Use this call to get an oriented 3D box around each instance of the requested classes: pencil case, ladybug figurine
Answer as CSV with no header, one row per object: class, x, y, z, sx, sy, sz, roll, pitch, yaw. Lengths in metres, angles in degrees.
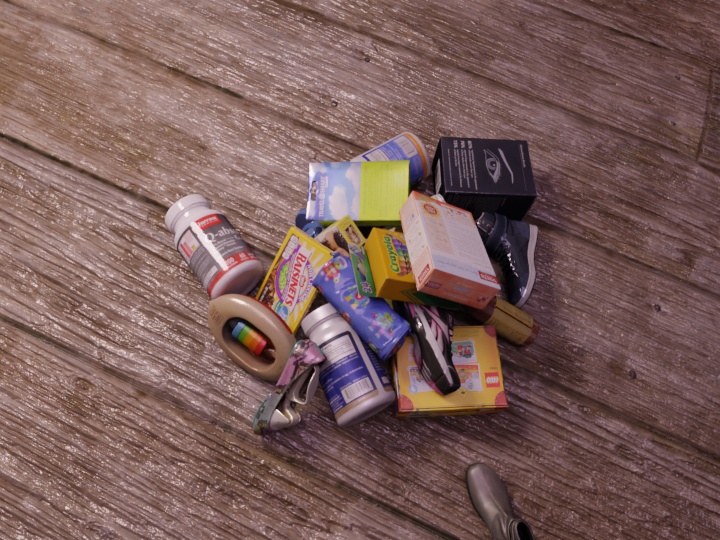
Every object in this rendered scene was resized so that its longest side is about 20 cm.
pencil case,0.004,0.060,0.914,0.087,0.078,0.200,-38,76,-21
ladybug figurine,-0.191,0.114,0.959,0.199,0.136,0.072,41,30,1

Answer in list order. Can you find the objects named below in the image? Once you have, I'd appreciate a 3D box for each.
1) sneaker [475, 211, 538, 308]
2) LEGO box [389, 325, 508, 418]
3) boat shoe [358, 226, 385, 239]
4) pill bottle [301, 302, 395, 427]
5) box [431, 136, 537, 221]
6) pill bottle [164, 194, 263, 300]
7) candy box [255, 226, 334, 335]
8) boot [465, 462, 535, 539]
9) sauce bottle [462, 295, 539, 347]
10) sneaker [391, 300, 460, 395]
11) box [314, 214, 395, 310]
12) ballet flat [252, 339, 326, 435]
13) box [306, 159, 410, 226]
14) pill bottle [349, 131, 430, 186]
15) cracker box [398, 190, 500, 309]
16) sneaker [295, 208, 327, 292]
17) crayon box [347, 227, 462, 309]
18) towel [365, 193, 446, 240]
sneaker,0.281,-0.029,1.069,0.144,0.077,0.205,20,56,-8
LEGO box,0.157,0.187,0.971,0.196,0.077,0.152,-1,66,-5
boat shoe,0.059,-0.081,1.091,0.197,0.061,0.073,6,66,-2
pill bottle,-0.027,0.165,0.946,0.114,0.116,0.202,-22,69,-13
box,0.261,-0.195,1.130,0.196,0.105,0.150,3,63,-3
pill bottle,-0.287,-0.043,1.018,0.115,0.116,0.201,-36,73,-18
candy box,-0.131,0.030,0.988,0.101,0.026,0.202,31,103,8
boot,0.243,0.408,0.851,0.067,0.131,0.203,-16,68,-12
sauce bottle,0.248,0.075,1.008,0.198,0.066,0.067,32,66,-9
sneaker,0.135,0.111,0.921,0.085,0.081,0.203,-15,71,-22
box,0.000,0.000,0.993,0.201,0.075,0.050,54,44,-9
ballet flat,-0.119,0.216,0.899,0.071,0.069,0.202,35,101,30
box,-0.002,-0.148,1.017,0.196,0.048,0.124,1,78,9
pill bottle,0.041,-0.204,1.117,0.198,0.112,0.113,-31,71,-15
cracker box,0.148,-0.038,0.904,0.132,0.058,0.202,17,39,-22
sneaker,-0.087,-0.040,1.042,0.081,0.074,0.202,-8,60,-44
crayon box,0.085,-0.005,0.922,0.197,0.052,0.127,9,43,-22
towel,0.122,-0.032,1.039,0.198,0.048,0.173,-33,88,-2
